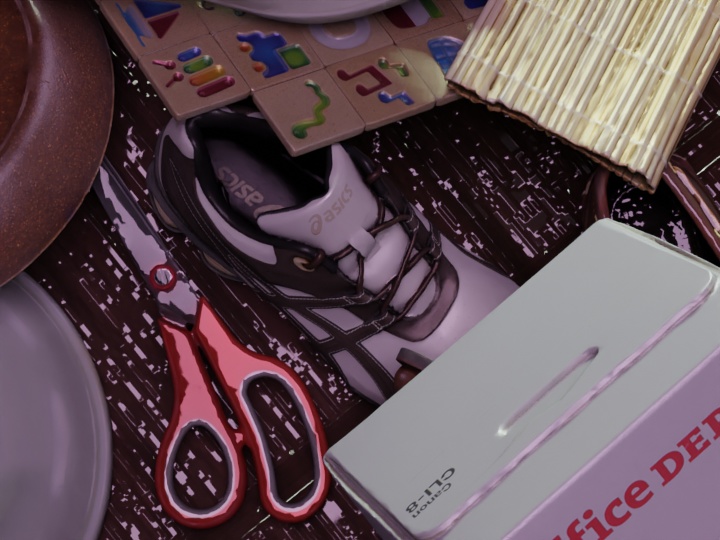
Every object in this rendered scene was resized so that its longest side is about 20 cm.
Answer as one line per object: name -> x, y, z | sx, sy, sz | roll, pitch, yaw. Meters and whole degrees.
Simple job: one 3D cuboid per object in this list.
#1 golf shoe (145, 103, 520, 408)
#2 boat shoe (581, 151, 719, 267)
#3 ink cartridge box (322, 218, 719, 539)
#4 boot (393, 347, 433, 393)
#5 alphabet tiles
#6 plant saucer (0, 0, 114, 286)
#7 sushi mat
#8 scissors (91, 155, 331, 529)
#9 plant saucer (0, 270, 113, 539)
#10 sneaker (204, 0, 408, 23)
golf shoe -> 0.000, 0.000, 1.020 | 0.200, 0.094, 0.078 | 30, 78, 4
boat shoe -> 0.138, 0.044, 1.024 | 0.070, 0.070, 0.200 | -25, 80, 5
ink cartridge box -> 0.113, 0.108, 0.898 | 0.145, 0.145, 0.200 | -40, 112, -6
boot -> 0.021, 0.157, 0.986 | 0.186, 0.064, 0.200 | 45, 83, -9
alphabet tiles -> -0.011, -0.126, 1.045 | 0.200, 0.006, 0.166 | -21, 59, -25
plant saucer -> -0.200, -0.069, 1.029 | 0.200, 0.034, 0.200 | -3, 62, 6
sushi mat -> 0.113, -0.123, 1.053 | 0.096, 0.012, 0.200 | 26, 55, 5
scissors -> -0.069, 0.011, 1.040 | 0.073, 0.014, 0.200 | -16, 87, 1
plant saucer -> -0.201, 0.073, 1.019 | 0.200, 0.050, 0.200 | 0, 78, -1
sneaker -> -0.046, -0.138, 0.976 | 0.200, 0.085, 0.073 | -3, 81, -4
